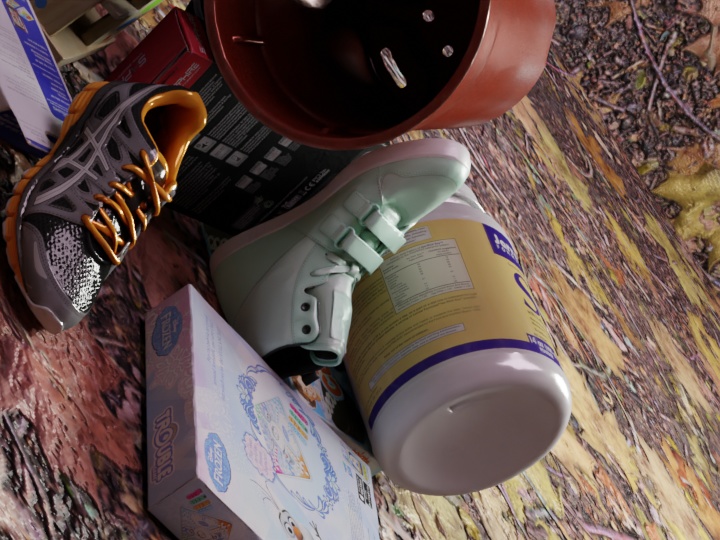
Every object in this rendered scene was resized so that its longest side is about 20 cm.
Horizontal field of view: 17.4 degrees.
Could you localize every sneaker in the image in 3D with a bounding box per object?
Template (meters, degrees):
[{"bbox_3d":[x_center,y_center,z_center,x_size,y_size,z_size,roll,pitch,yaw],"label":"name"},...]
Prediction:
[{"bbox_3d":[0.000,0.000,1.563,0.074,0.200,0.118,38,27,-52],"label":"sneaker"},{"bbox_3d":[-0.152,-0.046,1.409,0.078,0.077,0.200,59,35,-40],"label":"sneaker"}]

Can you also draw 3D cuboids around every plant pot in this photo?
[{"bbox_3d":[0.029,-0.175,1.562,0.201,0.201,0.195,61,21,13],"label":"plant pot"}]

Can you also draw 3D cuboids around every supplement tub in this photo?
[{"bbox_3d":[0.056,0.043,1.673,0.145,0.145,0.200,39,24,-47],"label":"supplement tub"}]

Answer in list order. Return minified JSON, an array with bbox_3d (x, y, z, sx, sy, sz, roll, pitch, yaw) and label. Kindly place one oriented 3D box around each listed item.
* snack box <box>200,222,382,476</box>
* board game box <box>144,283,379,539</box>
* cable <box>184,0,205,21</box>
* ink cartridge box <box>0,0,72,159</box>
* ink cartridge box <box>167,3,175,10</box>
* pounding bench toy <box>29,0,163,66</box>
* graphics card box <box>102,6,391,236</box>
[{"bbox_3d":[-0.049,0.050,1.680,0.116,0.037,0.200,39,24,-45],"label":"snack box"},{"bbox_3d":[-0.059,0.136,1.473,0.199,0.043,0.200,49,18,-29],"label":"board game box"},{"bbox_3d":[-0.073,-0.212,1.670,0.051,0.163,0.200,34,-8,6],"label":"cable"},{"bbox_3d":[-0.232,-0.138,1.496,0.099,0.039,0.200,29,30,-60],"label":"ink cartridge box"},{"bbox_3d":[-0.080,-0.108,1.790,0.200,0.067,0.116,46,10,21],"label":"ink cartridge box"},{"bbox_3d":[-0.195,-0.273,1.651,0.200,0.156,0.124,56,16,-3],"label":"pounding bench toy"},{"bbox_3d":[-0.090,-0.092,1.606,0.200,0.125,0.051,23,34,-41],"label":"graphics card box"}]
